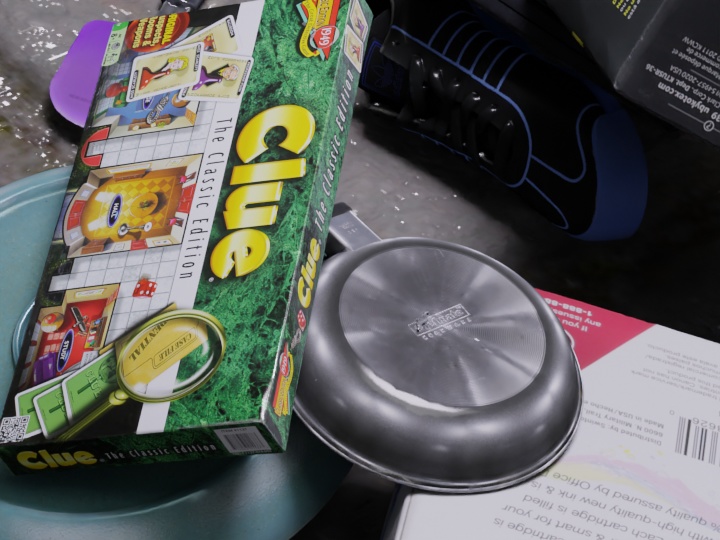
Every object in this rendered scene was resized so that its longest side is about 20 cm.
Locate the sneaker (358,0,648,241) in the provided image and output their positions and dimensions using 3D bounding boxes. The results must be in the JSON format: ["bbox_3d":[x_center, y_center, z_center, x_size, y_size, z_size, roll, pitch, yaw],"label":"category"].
[{"bbox_3d":[0.047,-0.075,1.171,0.078,0.070,0.200,-10,39,-28],"label":"sneaker"}]

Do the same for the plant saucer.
[{"bbox_3d":[-0.093,0.031,0.963,0.200,0.027,0.200,-2,52,3],"label":"plant saucer"}]

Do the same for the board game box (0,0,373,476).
[{"bbox_3d":[-0.060,-0.018,0.951,0.105,0.023,0.200,-6,50,20],"label":"board game box"}]

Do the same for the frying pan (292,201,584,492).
[{"bbox_3d":[0.017,0.001,0.957,0.115,0.031,0.190,-1,48,-19],"label":"frying pan"}]

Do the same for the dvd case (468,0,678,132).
[{"bbox_3d":[0.101,-0.117,1.202,0.143,0.018,0.200,35,16,7],"label":"dvd case"}]

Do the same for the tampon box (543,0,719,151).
[{"bbox_3d":[0.165,-0.127,1.085,0.150,0.126,0.200,26,16,-20],"label":"tampon box"}]

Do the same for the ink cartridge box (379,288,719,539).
[{"bbox_3d":[0.080,0.106,0.949,0.148,0.086,0.200,19,40,0],"label":"ink cartridge box"}]

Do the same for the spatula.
[{"bbox_3d":[-0.087,-0.117,1.200,0.056,0.021,0.200,18,34,4],"label":"spatula"}]
